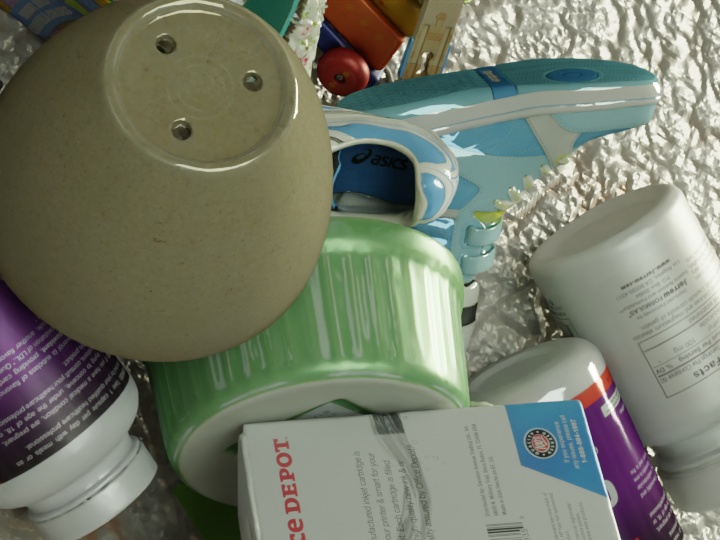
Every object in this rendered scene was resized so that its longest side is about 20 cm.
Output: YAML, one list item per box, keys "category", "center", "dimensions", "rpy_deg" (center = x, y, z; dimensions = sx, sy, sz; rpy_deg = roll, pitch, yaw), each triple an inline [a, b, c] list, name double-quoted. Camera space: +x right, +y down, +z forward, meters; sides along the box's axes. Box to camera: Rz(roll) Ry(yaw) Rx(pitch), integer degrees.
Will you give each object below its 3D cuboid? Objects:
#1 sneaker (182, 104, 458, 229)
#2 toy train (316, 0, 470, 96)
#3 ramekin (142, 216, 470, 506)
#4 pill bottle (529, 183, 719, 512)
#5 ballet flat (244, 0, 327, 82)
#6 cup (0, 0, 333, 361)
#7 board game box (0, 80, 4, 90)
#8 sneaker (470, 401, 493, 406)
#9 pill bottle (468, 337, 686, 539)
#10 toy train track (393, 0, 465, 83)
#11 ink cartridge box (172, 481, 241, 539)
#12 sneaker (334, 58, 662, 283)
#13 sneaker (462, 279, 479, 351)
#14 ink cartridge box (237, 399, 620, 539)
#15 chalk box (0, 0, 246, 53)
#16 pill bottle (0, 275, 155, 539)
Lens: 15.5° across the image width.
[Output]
- category: "sneaker"
  center: [-0.043, -0.063, 1.537]
  dimensions: [0.199, 0.072, 0.072]
  rpy_deg: [6, 105, 10]
- category: "toy train"
  center: [0.029, -0.159, 1.654]
  dimensions: [0.200, 0.116, 0.085]
  rpy_deg: [45, 42, -19]
- category: "ramekin"
  center: [-0.030, 0.061, 1.551]
  dimensions: [0.200, 0.200, 0.098]
  rpy_deg: [9, 55, -30]
- category: "pill bottle"
  center: [0.205, 0.054, 1.752]
  dimensions: [0.114, 0.114, 0.200]
  rpy_deg: [-35, 104, -28]
- category: "ballet flat"
  center: [-0.069, -0.109, 1.611]
  dimensions: [0.064, 0.076, 0.200]
  rpy_deg: [19, 105, -47]
- category: "cup"
  center: [-0.099, -0.069, 1.403]
  dimensions: [0.200, 0.143, 0.201]
  rpy_deg: [5, 67, -13]
- category: "board game box"
  center: [-0.291, -0.031, 1.454]
  dimensions: [0.035, 0.135, 0.200]
  rpy_deg: [44, 66, -19]
- category: "sneaker"
  center: [0.060, 0.176, 1.585]
  dimensions: [0.077, 0.085, 0.201]
  rpy_deg: [10, 78, -27]
- category: "pill bottle"
  center: [0.139, 0.152, 1.706]
  dimensions: [0.112, 0.112, 0.200]
  rpy_deg: [-31, 101, -29]
- category: "toy train track"
  center: [0.024, -0.101, 1.648]
  dimensions: [0.114, 0.033, 0.200]
  rpy_deg: [4, 127, -20]
- category: "ink cartridge box"
  center: [-0.001, 0.174, 1.642]
  dimensions: [0.148, 0.076, 0.200]
  rpy_deg: [-41, 107, -27]
- category: "sneaker"
  center: [0.088, -0.056, 1.609]
  dimensions: [0.199, 0.080, 0.131]
  rpy_deg: [-8, 107, 0]
- category: "sneaker"
  center: [0.000, 0.000, 1.661]
  dimensions: [0.200, 0.074, 0.080]
  rpy_deg: [39, 61, -37]
- category: "ink cartridge box"
  center: [0.037, 0.157, 1.475]
  dimensions: [0.199, 0.084, 0.145]
  rpy_deg: [-3, 47, -9]
- category: "chalk box"
  center: [-0.163, -0.213, 1.554]
  dimensions: [0.200, 0.124, 0.125]
  rpy_deg: [40, 69, -21]
- category: "pill bottle"
  center: [-0.204, 0.054, 1.503]
  dimensions: [0.112, 0.112, 0.200]
  rpy_deg: [-41, 106, -27]
